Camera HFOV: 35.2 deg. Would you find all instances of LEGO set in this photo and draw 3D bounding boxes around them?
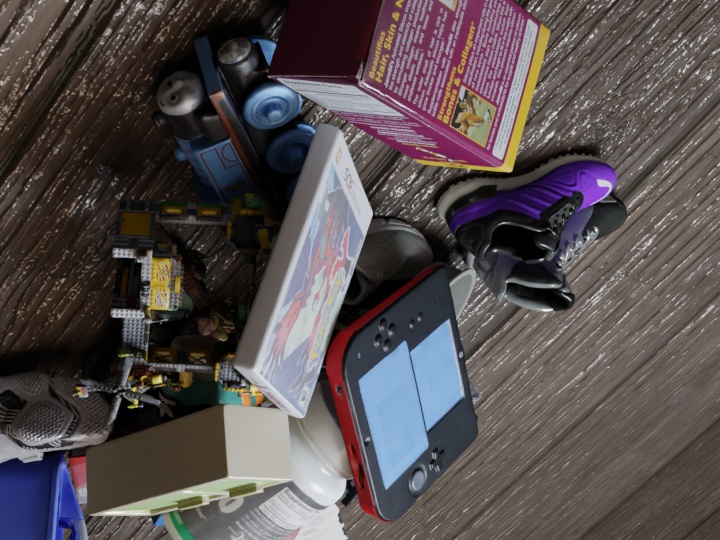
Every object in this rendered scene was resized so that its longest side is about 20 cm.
[{"bbox_3d":[-0.136,0.034,0.899,0.154,0.116,0.200,11,114,-13],"label":"LEGO set"}]

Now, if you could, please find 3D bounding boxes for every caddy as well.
[{"bbox_3d":[-0.329,0.277,1.143,0.105,0.200,0.141,2,135,-11],"label":"caddy"}]

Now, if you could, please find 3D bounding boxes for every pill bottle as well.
[{"bbox_3d":[-0.087,0.200,1.105,0.200,0.113,0.113,-37,143,12],"label":"pill bottle"}]

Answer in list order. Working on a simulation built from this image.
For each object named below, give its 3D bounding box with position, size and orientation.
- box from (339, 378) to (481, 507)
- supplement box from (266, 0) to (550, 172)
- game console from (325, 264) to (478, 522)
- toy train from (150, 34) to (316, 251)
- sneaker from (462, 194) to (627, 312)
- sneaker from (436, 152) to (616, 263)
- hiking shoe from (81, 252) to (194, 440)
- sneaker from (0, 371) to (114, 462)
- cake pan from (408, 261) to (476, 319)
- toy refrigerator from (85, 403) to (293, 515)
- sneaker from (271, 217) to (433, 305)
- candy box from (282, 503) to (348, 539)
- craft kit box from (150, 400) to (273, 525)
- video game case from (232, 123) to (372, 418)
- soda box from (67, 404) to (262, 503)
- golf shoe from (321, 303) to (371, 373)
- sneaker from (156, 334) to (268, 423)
[{"bbox_3d":[0.044,0.195,1.320,0.158,0.050,0.200,-33,168,-21],"label":"box"},{"bbox_3d":[0.043,-0.170,0.888,0.200,0.103,0.131,24,81,-47],"label":"supplement box"},{"bbox_3d":[0.046,0.116,1.065,0.177,0.031,0.200,-33,121,-39],"label":"game console"},{"bbox_3d":[-0.095,-0.105,0.935,0.114,0.087,0.200,-23,144,2],"label":"toy train"},{"bbox_3d":[0.219,-0.008,1.226,0.200,0.116,0.075,-17,142,-15],"label":"sneaker"},{"bbox_3d":[0.185,-0.053,1.163,0.200,0.100,0.070,-15,143,-18],"label":"sneaker"},{"bbox_3d":[-0.192,0.073,1.063,0.076,0.101,0.200,4,132,-37],"label":"hiking shoe"},{"bbox_3d":[-0.331,0.153,1.065,0.200,0.075,0.115,4,141,-7],"label":"sneaker"},{"bbox_3d":[0.049,0.072,1.188,0.200,0.037,0.200,-49,164,-19],"label":"cake pan"},{"bbox_3d":[-0.157,0.176,1.013,0.200,0.070,0.076,-22,156,38],"label":"toy refrigerator"},{"bbox_3d":[0.000,0.000,1.110,0.200,0.092,0.076,3,132,-39],"label":"sneaker"},{"bbox_3d":[-0.099,0.280,1.331,0.136,0.061,0.200,-23,143,-9],"label":"candy box"},{"bbox_3d":[-0.123,0.220,1.329,0.197,0.049,0.200,8,130,-36],"label":"craft kit box"},{"bbox_3d":[-0.040,0.008,0.922,0.182,0.023,0.200,64,43,-70],"label":"video game case"},{"bbox_3d":[-0.197,0.185,1.177,0.200,0.063,0.070,-7,125,-7],"label":"soda box"},{"bbox_3d":[-0.025,0.078,1.186,0.078,0.095,0.200,-45,142,18],"label":"golf shoe"},{"bbox_3d":[-0.124,0.109,1.084,0.200,0.071,0.080,10,107,-58],"label":"sneaker"}]
